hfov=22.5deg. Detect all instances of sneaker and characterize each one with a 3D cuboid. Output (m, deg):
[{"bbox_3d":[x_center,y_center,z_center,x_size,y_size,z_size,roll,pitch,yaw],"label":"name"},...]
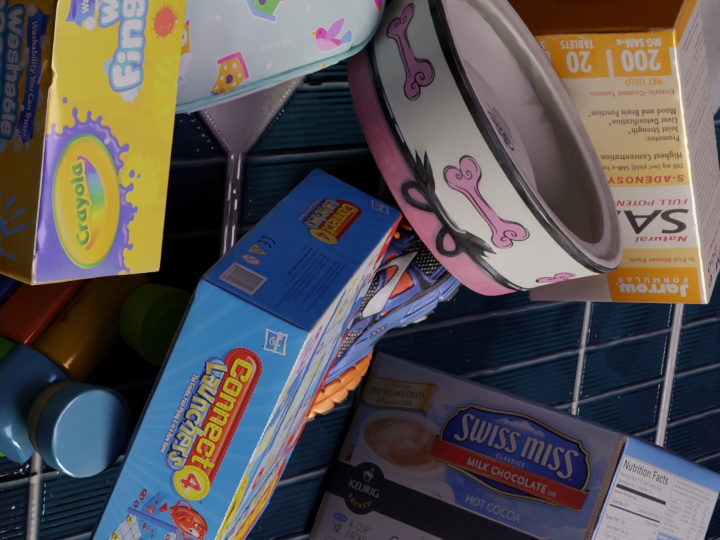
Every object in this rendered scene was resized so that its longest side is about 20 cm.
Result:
[{"bbox_3d":[0.000,0.000,1.060,0.200,0.075,0.079,-49,131,-28],"label":"sneaker"}]

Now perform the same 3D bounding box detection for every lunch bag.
[{"bbox_3d":[-0.073,-0.171,0.908,0.200,0.077,0.161,-23,121,-44],"label":"lunch bag"}]

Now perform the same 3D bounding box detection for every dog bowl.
[{"bbox_3d":[0.067,-0.074,1.020,0.200,0.074,0.201,49,24,-31],"label":"dog bowl"}]

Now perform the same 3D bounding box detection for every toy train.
[{"bbox_3d":[-0.122,0.010,0.887,0.200,0.115,0.085,-52,136,-23],"label":"toy train"}]

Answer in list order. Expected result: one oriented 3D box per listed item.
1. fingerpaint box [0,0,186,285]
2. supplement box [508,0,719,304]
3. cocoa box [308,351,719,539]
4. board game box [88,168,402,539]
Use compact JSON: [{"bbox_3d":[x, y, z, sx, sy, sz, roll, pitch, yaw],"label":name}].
[{"bbox_3d":[-0.153,-0.111,0.769,0.073,0.166,0.201,-6,107,-48],"label":"fingerpaint box"},{"bbox_3d":[0.159,-0.079,1.161,0.074,0.125,0.201,-60,143,-50],"label":"supplement box"},{"bbox_3d":[0.096,0.147,1.121,0.133,0.200,0.132,24,84,-49],"label":"cocoa box"},{"bbox_3d":[-0.061,0.068,0.910,0.196,0.056,0.200,-66,175,22],"label":"board game box"}]
